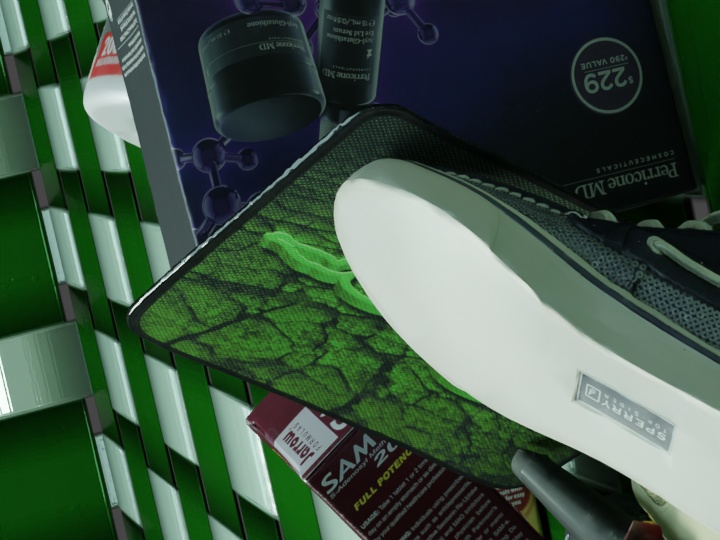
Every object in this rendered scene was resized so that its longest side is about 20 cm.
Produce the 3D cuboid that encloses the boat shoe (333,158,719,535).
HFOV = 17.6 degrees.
[{"bbox_3d":[0.092,0.010,0.766,0.200,0.093,0.075,35,142,19],"label":"boat shoe"}]

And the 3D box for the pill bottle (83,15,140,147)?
[{"bbox_3d":[-0.053,-0.155,1.118,0.114,0.113,0.201,150,136,-75],"label":"pill bottle"}]

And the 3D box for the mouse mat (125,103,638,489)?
[{"bbox_3d":[0.035,0.017,0.854,0.161,0.200,0.008,-39,40,39],"label":"mouse mat"}]

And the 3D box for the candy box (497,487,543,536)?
[{"bbox_3d":[0.055,0.132,1.246,0.117,0.056,0.201,-159,55,-73],"label":"candy box"}]

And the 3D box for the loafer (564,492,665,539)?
[{"bbox_3d":[0.123,0.198,1.020,0.070,0.068,0.201,-120,23,-73],"label":"loafer"}]

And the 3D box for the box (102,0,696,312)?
[{"bbox_3d":[0.014,-0.072,0.912,0.079,0.199,0.142,176,80,-76],"label":"box"}]

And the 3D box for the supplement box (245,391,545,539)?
[{"bbox_3d":[0.044,0.126,1.080,0.200,0.061,0.109,45,176,-20],"label":"supplement box"}]

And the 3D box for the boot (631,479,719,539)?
[{"bbox_3d":[0.153,0.134,0.833,0.156,0.072,0.201,-126,28,-55],"label":"boot"}]

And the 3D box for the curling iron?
[{"bbox_3d":[0.097,0.098,0.828,0.050,0.026,0.200,49,178,-21],"label":"curling iron"}]
